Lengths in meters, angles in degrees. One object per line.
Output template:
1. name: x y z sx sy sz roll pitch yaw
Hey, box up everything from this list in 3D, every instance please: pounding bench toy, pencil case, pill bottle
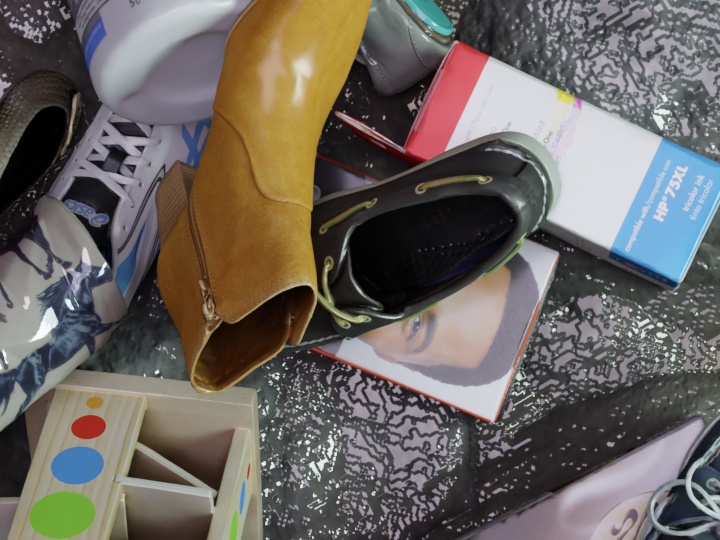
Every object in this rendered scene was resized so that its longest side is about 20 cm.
1. pounding bench toy: -0.161 0.149 1.321 0.199 0.156 0.125 6 132 6
2. pencil case: -0.207 0.048 1.297 0.200 0.078 0.089 -41 39 -16
3. pill bottle: -0.112 -0.189 1.357 0.113 0.114 0.201 -21 65 4

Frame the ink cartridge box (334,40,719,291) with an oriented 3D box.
1. ink cartridge box: 0.092 -0.062 1.349 0.199 0.116 0.068 26 90 6

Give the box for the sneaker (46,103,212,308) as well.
1. sneaker: -0.132 -0.048 1.394 0.071 0.072 0.201 22 88 8

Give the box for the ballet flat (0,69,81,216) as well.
1. ballet flat: -0.185 -0.055 1.341 0.046 0.200 0.068 15 113 11

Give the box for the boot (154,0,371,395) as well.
1. boot: -0.038 -0.045 1.267 0.070 0.144 0.202 16 125 -31

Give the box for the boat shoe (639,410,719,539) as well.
1. boat shoe: 0.172 0.140 1.277 0.075 0.062 0.200 38 88 7

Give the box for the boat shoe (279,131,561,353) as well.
1. boat shoe: 0.007 -0.007 1.292 0.201 0.061 0.072 -29 101 27

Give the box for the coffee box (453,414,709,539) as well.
1. coffee box: 0.117 0.171 1.351 0.199 0.080 0.114 -27 85 3

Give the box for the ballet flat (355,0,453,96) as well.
1. ballet flat: -0.028 -0.182 1.396 0.064 0.067 0.200 -39 82 21

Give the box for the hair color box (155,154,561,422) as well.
1. hair color box: 0.000 0.000 1.382 0.199 0.061 0.102 21 89 6
